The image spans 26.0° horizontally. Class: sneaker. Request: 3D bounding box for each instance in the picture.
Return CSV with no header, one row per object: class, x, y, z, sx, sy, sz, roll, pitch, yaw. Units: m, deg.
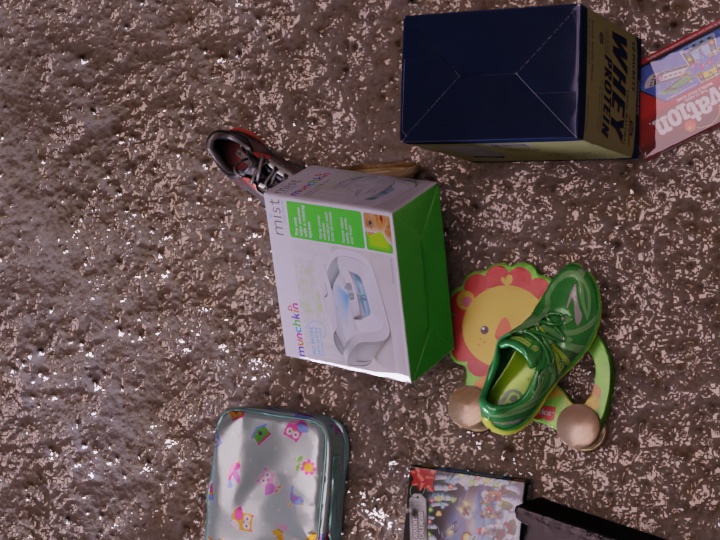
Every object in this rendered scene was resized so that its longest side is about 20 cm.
sneaker,-0.104,-0.102,1.818,0.199,0.082,0.077,30,97,20
sneaker,0.191,0.082,1.642,0.074,0.084,0.201,28,82,24

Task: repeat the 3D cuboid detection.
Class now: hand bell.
hand bell,0.025,-0.018,1.777,0.103,0.104,0.202,-2,99,20

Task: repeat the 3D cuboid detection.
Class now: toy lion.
toy lion,0.184,0.090,1.716,0.199,0.069,0.193,9,83,21

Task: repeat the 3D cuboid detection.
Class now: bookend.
bookend,0.245,0.370,1.656,0.198,0.092,0.201,15,94,22

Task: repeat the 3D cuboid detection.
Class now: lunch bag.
lunch bag,-0.093,0.261,1.797,0.159,0.077,0.202,5,89,19

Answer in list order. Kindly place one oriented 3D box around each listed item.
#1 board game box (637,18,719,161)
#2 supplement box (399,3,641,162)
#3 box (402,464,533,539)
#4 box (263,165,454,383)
board game box,0.376,-0.208,1.677,0.199,0.019,0.103,-27,79,17
supplement box,0.173,-0.191,1.646,0.199,0.199,0.135,1,88,27
box,0.114,0.324,1.735,0.136,0.040,0.202,5,89,22
box,0.000,0.000,1.698,0.176,0.097,0.201,11,119,33
